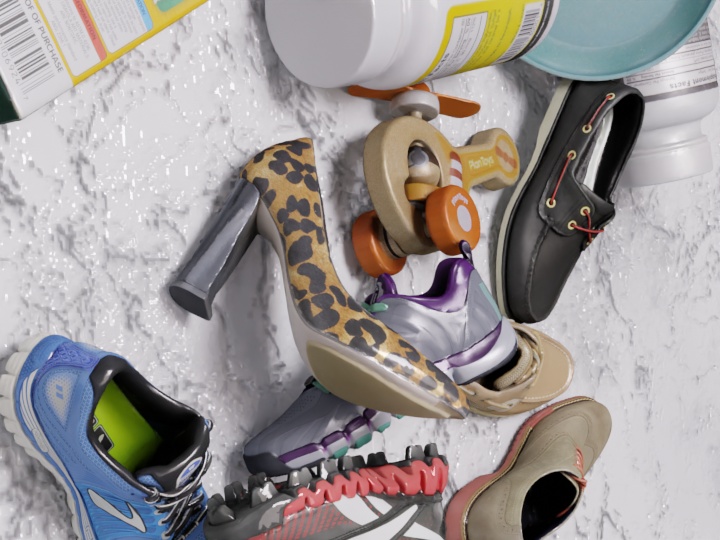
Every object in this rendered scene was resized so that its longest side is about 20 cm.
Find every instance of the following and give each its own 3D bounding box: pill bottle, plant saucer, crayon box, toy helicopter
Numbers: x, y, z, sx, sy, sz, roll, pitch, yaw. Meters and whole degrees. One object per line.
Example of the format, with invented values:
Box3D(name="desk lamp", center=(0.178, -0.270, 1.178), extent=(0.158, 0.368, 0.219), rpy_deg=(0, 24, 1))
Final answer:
Box3D(name="pill bottle", center=(0.229, -0.173, 1.257), extent=(0.110, 0.110, 0.202), rpy_deg=(-18, 100, -47))
Box3D(name="plant saucer", center=(0.178, -0.245, 1.179), extent=(0.036, 0.198, 0.202), rpy_deg=(-40, 121, -81))
Box3D(name="crayon box", center=(-0.163, -0.181, 0.875), extent=(0.200, 0.051, 0.126), rpy_deg=(-41, 116, -40))
Box3D(name="toy helicopter", center=(0.058, -0.079, 1.108), extent=(0.200, 0.078, 0.133), rpy_deg=(-20, 92, -57))
Box3D(name="pill bottle", center=(0.037, -0.185, 1.048), extent=(0.199, 0.114, 0.115), rpy_deg=(-19, 100, -47))

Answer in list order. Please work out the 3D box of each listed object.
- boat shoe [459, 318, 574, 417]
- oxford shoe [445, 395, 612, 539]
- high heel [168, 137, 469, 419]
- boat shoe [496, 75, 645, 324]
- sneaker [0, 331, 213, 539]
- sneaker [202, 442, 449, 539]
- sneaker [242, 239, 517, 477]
Box3D(name="boat shoe", center=(0.101, 0.071, 1.129), extent=(0.199, 0.064, 0.072), rpy_deg=(5, 82, -47))
Box3D(name="oxford shoe", center=(0.147, 0.158, 1.163), extent=(0.200, 0.074, 0.071), rpy_deg=(-39, 114, -42))
Box3D(name="high heel", center=(0.000, 0.000, 0.954), extent=(0.143, 0.199, 0.072), rpy_deg=(-58, 170, -28))
Box3D(name="boat shoe", center=(0.159, -0.052, 1.187), extent=(0.074, 0.063, 0.203), rpy_deg=(27, 81, -51))
Box3D(name="sneaker", center=(-0.119, 0.120, 0.865), extent=(0.079, 0.089, 0.201), rpy_deg=(-56, 131, -34))
Box3D(name="sneaker", center=(-0.011, 0.157, 0.899), extent=(0.200, 0.070, 0.099), rpy_deg=(1, 78, -54))
Box3D(name="sneaker", center=(0.001, 0.056, 0.997), extent=(0.199, 0.074, 0.088), rpy_deg=(-27, 98, -21))
